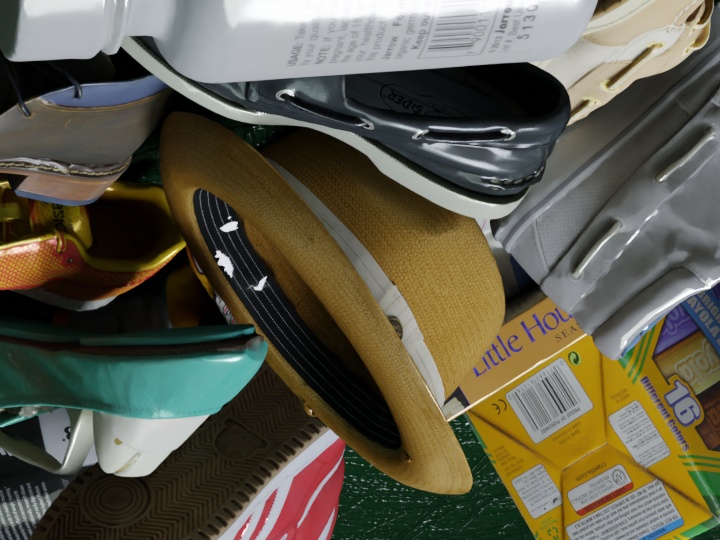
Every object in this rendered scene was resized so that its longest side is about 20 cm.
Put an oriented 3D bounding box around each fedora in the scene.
[{"bbox_3d":[0.000,0.000,1.005,0.082,0.201,0.201,-40,163,-16],"label":"fedora"}]

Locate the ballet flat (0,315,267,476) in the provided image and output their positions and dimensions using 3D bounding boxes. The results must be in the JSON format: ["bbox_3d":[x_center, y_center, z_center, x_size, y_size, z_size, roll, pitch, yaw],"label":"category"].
[{"bbox_3d":[-0.115,0.057,1.073,0.199,0.071,0.067,1,-177,42],"label":"ballet flat"}]

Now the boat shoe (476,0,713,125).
[{"bbox_3d":[0.107,-0.112,0.964,0.069,0.074,0.200,15,157,-25],"label":"boat shoe"}]

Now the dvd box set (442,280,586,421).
[{"bbox_3d":[0.096,0.019,1.183,0.200,0.029,0.146,-32,-179,2],"label":"dvd box set"}]

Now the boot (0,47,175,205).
[{"bbox_3d":[-0.148,-0.080,0.937,0.097,0.075,0.200,-40,156,32],"label":"boot"}]

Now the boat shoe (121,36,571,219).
[{"bbox_3d":[-0.006,-0.087,0.929,0.199,0.075,0.066,29,138,-15],"label":"boat shoe"}]

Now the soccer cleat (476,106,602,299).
[{"bbox_3d":[0.073,-0.027,1.143,0.086,0.070,0.200,-16,164,-32],"label":"soccer cleat"}]

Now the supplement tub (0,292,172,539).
[{"bbox_3d":[-0.184,0.089,1.228,0.199,0.123,0.123,-13,157,1],"label":"supplement tub"}]

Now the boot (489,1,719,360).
[{"bbox_3d":[0.157,-0.050,1.034,0.200,0.096,0.074,-41,170,8],"label":"boot"}]

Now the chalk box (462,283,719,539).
[{"bbox_3d":[0.178,0.070,1.323,0.200,0.124,0.125,-24,172,-45],"label":"chalk box"}]

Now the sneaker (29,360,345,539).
[{"bbox_3d":[-0.075,0.123,1.135,0.200,0.071,0.113,-34,148,-34],"label":"sneaker"}]

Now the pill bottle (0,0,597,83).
[{"bbox_3d":[-0.026,-0.123,0.825,0.199,0.115,0.114,-5,156,-16],"label":"pill bottle"}]

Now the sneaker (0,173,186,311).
[{"bbox_3d":[-0.165,-0.022,1.058,0.199,0.073,0.077,-5,160,-44],"label":"sneaker"}]

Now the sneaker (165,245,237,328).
[{"bbox_3d":[-0.036,-0.009,1.134,0.082,0.078,0.200,0,154,-23],"label":"sneaker"}]
